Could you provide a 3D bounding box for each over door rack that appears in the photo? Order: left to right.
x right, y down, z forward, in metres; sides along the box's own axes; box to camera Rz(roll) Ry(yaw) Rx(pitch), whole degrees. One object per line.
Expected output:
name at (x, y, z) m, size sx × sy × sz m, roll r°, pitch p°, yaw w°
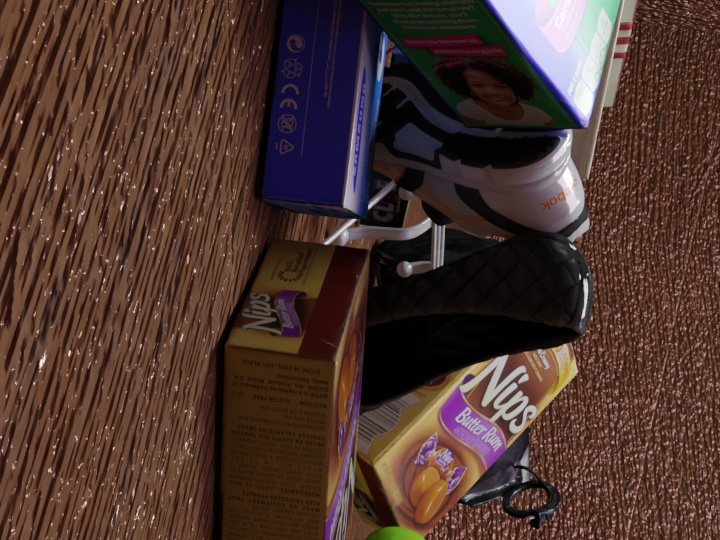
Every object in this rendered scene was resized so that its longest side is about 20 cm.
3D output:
over door rack at (0.000, 0.000, 0.960) m, size 0.200 × 0.067 × 0.148 m, roll -57°, pitch 155°, yaw -46°

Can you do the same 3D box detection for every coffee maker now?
coffee maker at (0.095, 0.081, 1.284) m, size 0.135 × 0.192 × 0.200 m, roll -36°, pitch 133°, yaw -51°

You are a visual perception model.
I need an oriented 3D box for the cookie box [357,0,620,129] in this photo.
cookie box at (0.055, -0.187, 0.709) m, size 0.200 × 0.075 × 0.171 m, roll 40°, pitch 60°, yaw -48°

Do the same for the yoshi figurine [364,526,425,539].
yoshi figurine at (0.006, 0.212, 1.013) m, size 0.200 × 0.112 × 0.113 m, roll 39°, pitch 55°, yaw -85°

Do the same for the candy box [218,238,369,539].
candy box at (-0.033, 0.099, 0.767) m, size 0.117 × 0.056 × 0.200 m, roll -73°, pitch 169°, yaw -62°

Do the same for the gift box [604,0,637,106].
gift box at (0.163, -0.268, 1.507) m, size 0.200 × 0.186 × 0.185 m, roll -100°, pitch -167°, yaw -55°

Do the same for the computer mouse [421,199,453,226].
computer mouse at (0.082, -0.121, 0.937) m, size 0.059 × 0.034 × 0.200 m, roll 25°, pitch 82°, yaw -73°

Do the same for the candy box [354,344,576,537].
candy box at (0.072, 0.095, 1.123) m, size 0.200 × 0.056 × 0.117 m, roll -45°, pitch 141°, yaw -21°

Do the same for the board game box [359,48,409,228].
board game box at (0.037, -0.139, 1.101) m, size 0.200 × 0.035 × 0.136 m, roll 102°, pitch 0°, yaw -57°

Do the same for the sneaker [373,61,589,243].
sneaker at (0.047, -0.058, 0.837) m, size 0.074 × 0.200 × 0.080 m, roll -39°, pitch 125°, yaw -15°

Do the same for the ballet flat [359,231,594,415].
ballet flat at (0.031, 0.038, 0.800) m, size 0.066 × 0.200 × 0.057 m, roll 41°, pitch 36°, yaw -33°

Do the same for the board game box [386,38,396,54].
board game box at (0.071, -0.211, 0.945) m, size 0.200 × 0.019 × 0.103 m, roll -31°, pitch -147°, yaw 40°

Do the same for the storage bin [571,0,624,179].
storage bin at (0.116, -0.175, 1.083) m, size 0.200 × 0.094 × 0.199 m, roll -107°, pitch -153°, yaw -80°

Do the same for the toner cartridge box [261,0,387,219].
toner cartridge box at (-0.011, -0.129, 0.764) m, size 0.095 × 0.043 × 0.200 m, roll 10°, pitch 87°, yaw -82°
